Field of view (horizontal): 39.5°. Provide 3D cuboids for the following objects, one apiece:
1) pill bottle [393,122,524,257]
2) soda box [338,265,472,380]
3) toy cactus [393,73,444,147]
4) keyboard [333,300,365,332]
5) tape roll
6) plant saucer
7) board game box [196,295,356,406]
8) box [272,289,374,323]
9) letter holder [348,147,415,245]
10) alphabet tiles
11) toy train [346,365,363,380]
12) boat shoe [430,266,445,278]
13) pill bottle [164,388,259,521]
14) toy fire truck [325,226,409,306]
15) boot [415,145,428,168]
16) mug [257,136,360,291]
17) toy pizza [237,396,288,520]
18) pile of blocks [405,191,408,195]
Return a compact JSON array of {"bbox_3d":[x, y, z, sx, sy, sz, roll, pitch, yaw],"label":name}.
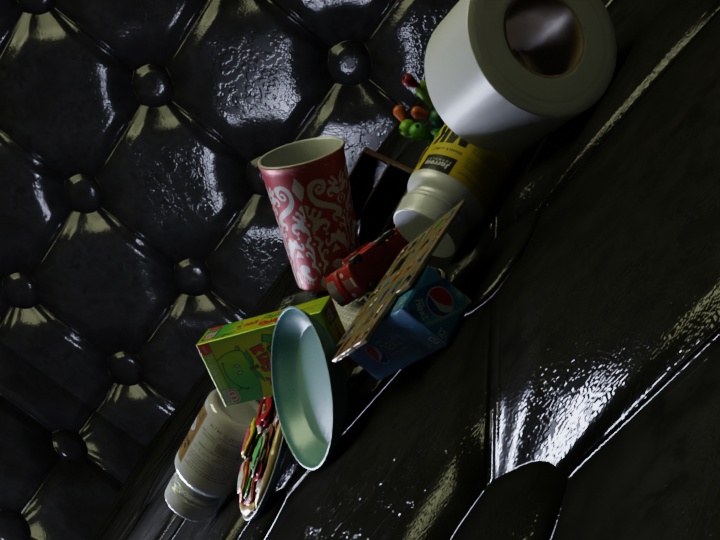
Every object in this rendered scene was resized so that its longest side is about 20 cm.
[{"bbox_3d":[0.132,-0.124,1.322,0.201,0.114,0.114,-57,9,-23],"label":"pill bottle"},{"bbox_3d":[0.048,0.065,1.164,0.065,0.068,0.200,-56,8,-27],"label":"soda box"},{"bbox_3d":[0.134,-0.197,1.494,0.102,0.164,0.202,-42,53,27],"label":"toy cactus"},{"bbox_3d":[-0.004,0.066,1.363,0.056,0.011,0.199,-33,23,-22],"label":"keyboard"},{"bbox_3d":[0.193,-0.261,1.228,0.204,0.202,0.139,-56,8,-19],"label":"tape roll"},{"bbox_3d":[-0.061,0.144,1.250,0.199,0.035,0.204,22,115,61],"label":"plant saucer"},{"bbox_3d":[-0.113,0.111,1.357,0.197,0.103,0.048,-15,19,23],"label":"board game box"},{"bbox_3d":[-0.051,0.077,1.467,0.197,0.048,0.194,-17,20,21],"label":"box"},{"bbox_3d":[0.012,-0.069,1.613,0.143,0.099,0.201,-60,-11,-30],"label":"letter holder"},{"bbox_3d":[0.037,0.019,1.157,0.201,0.008,0.167,-55,8,-29],"label":"alphabet tiles"},{"bbox_3d":[-0.063,0.167,1.429,0.151,0.055,0.200,-58,8,-25],"label":"toy train"},{"bbox_3d":[0.067,0.016,1.280,0.073,0.062,0.200,-52,8,3],"label":"boat shoe"},{"bbox_3d":[-0.239,0.303,1.636,0.202,0.113,0.115,-60,6,17],"label":"pill bottle"},{"bbox_3d":[0.000,0.000,1.376,0.140,0.049,0.200,-33,4,40],"label":"toy fire truck"},{"bbox_3d":[0.152,-0.183,1.645,0.200,0.073,0.076,-47,20,30],"label":"boot"},{"bbox_3d":[-0.055,-0.091,1.514,0.132,0.203,0.177,1,25,33],"label":"mug"},{"bbox_3d":[-0.141,0.247,1.404,0.200,0.031,0.203,-162,89,-76],"label":"toy pizza"},{"bbox_3d":[0.128,-0.111,1.538,0.200,0.081,0.063,-52,-37,-63],"label":"pile of blocks"}]
